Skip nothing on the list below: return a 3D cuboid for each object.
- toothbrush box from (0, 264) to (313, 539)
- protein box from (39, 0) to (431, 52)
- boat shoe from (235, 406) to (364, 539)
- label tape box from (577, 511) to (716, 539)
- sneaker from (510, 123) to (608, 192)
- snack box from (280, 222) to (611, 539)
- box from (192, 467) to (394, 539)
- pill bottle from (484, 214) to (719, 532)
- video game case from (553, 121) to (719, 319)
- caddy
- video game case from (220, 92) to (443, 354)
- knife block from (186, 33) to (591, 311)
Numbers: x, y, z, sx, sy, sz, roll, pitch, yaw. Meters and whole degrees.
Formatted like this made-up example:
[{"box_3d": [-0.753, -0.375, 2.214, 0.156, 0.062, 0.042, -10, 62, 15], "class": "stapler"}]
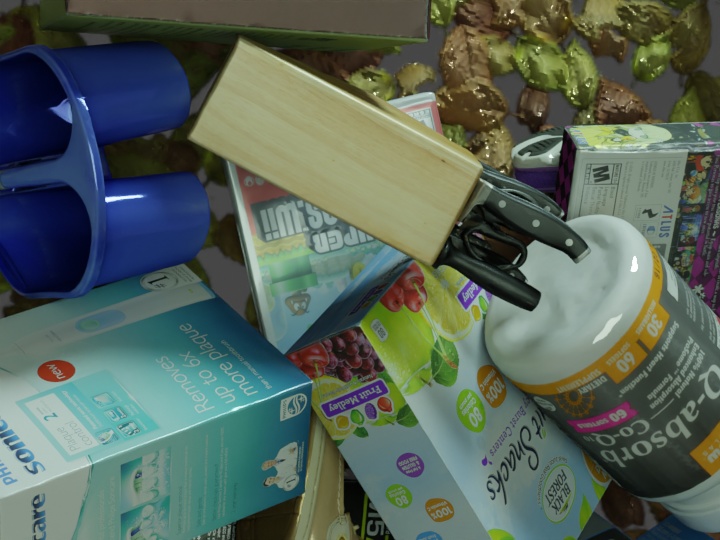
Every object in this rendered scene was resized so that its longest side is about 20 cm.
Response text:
[{"box_3d": [-0.148, 0.088, 1.129, 0.199, 0.146, 0.086, -19, 130, -30], "class": "toothbrush box"}, {"box_3d": [-0.075, -0.202, 1.155, 0.198, 0.198, 0.136, 3, 94, -13], "class": "protein box"}, {"box_3d": [-0.032, 0.175, 1.204, 0.069, 0.074, 0.202, 9, 91, -32], "class": "boat shoe"}, {"box_3d": [0.131, 0.194, 1.254, 0.199, 0.143, 0.066, -29, 105, -9], "class": "label tape box"}, {"box_3d": [0.190, -0.040, 1.293, 0.199, 0.081, 0.084, 13, 104, -10], "class": "sneaker"}, {"box_3d": [0.060, 0.087, 1.207, 0.067, 0.169, 0.201, -23, 104, 33], "class": "snack box"}, {"box_3d": [-0.078, 0.221, 1.250, 0.192, 0.047, 0.202, 3, 96, -19], "class": "box"}, {"box_3d": [0.174, 0.067, 1.214, 0.117, 0.116, 0.200, -51, 122, -6], "class": "pill bottle"}, {"box_3d": [0.204, 0.000, 1.269, 0.180, 0.036, 0.201, -3, 124, -11], "class": "video game case"}, {"box_3d": [-0.169, -0.057, 1.151, 0.104, 0.200, 0.143, -11, 94, -28], "class": "caddy"}, {"box_3d": [0.000, 0.000, 1.278, 0.142, 0.017, 0.202, -14, 97, -12], "class": "video game case"}, {"box_3d": [0.026, -0.047, 1.111, 0.200, 0.175, 0.064, 19, 102, -53], "class": "knife block"}]
